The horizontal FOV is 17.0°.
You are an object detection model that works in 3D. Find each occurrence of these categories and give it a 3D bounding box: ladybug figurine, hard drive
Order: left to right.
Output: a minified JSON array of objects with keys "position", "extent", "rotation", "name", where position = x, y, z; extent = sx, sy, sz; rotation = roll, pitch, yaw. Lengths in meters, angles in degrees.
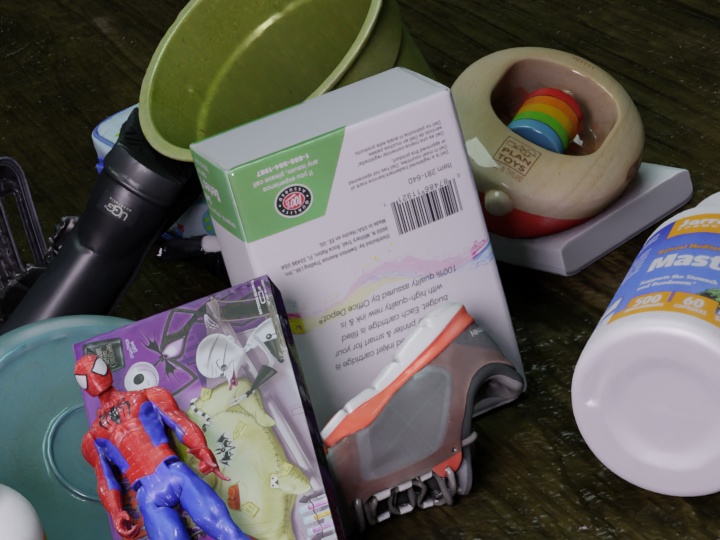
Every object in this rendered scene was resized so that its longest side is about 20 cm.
[{"position":[0.116,-0.048,1.691],"extent":[0.132,0.027,0.200],"rotation":[-31,27,-33],"name":"hard drive"},{"position":[0.116,-0.080,1.604],"extent":[0.136,0.072,0.200],"rotation":[30,35,9],"name":"ladybug figurine"}]

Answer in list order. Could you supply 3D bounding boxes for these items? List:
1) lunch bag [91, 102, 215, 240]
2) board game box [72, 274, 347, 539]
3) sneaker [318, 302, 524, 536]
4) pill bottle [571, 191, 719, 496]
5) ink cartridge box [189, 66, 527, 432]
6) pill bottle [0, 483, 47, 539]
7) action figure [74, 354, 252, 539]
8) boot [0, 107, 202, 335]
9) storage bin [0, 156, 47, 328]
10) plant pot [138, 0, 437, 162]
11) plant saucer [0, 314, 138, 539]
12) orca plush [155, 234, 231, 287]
[{"position":[-0.108,-0.085,1.839],"extent":[0.161,0.083,0.200],"rotation":[-24,26,-22],"name":"lunch bag"},{"position":[-0.078,0.109,1.284],"extent":[0.120,0.032,0.200],"rotation":[-22,61,10],"name":"board game box"},{"position":[0.021,0.107,1.334],"extent":[0.200,0.082,0.077],"rotation":[-49,-8,-21],"name":"sneaker"},{"position":[0.197,0.031,1.353],"extent":[0.112,0.112,0.200],"rotation":[-4,26,25],"name":"pill bottle"},{"position":[0.000,0.000,1.432],"extent":[0.145,0.200,0.084],"rotation":[-21,21,-15],"name":"ink cartridge box"},{"position":[-0.195,0.172,1.154],"extent":[0.113,0.200,0.113],"rotation":[-12,23,5],"name":"pill bottle"},{"position":[-0.097,0.118,1.245],"extent":[0.065,0.052,0.200],"rotation":[-39,58,3],"name":"action figure"},{"position":[-0.175,-0.021,1.657],"extent":[0.168,0.076,0.200],"rotation":[-54,2,14],"name":"boot"},{"position":[-0.306,0.019,1.651],"extent":[0.094,0.135,0.200],"rotation":[-1,27,28],"name":"storage bin"},{"position":[-0.017,-0.099,1.638],"extent":[0.200,0.190,0.200],"rotation":[-24,41,23],"name":"plant pot"},{"position":[-0.144,0.105,1.333],"extent":[0.200,0.027,0.200],"rotation":[7,55,-11],"name":"plant saucer"},{"position":[-0.046,0.017,1.583],"extent":[0.200,0.105,0.071],"rotation":[14,70,18],"name":"orca plush"}]
